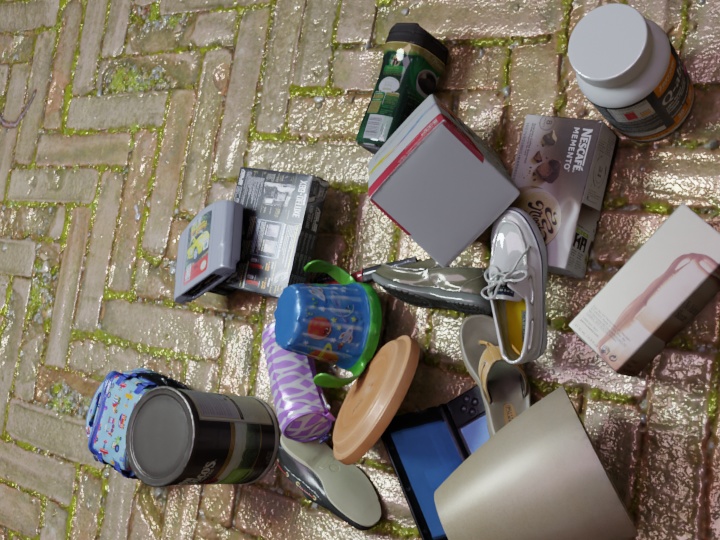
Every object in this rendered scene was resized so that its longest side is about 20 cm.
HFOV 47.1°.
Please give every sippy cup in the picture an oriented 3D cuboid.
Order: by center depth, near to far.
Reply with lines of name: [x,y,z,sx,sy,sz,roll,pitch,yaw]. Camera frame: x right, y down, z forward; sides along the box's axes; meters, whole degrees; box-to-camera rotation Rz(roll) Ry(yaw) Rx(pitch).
sippy cup: [-0.056,0.077,1.235,0.178,0.129,0.141,49,123,57]

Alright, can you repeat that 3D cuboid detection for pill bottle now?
pill bottle: [0.338,-0.245,1.031,0.116,0.199,0.117,-8,75,32]

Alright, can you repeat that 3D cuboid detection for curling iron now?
curling iron: [0.000,0.000,1.307,0.199,0.025,0.050,-10,77,32]

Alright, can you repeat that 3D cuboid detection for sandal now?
sandal: [0.186,0.145,1.100,0.080,0.054,0.201,-12,62,-1]

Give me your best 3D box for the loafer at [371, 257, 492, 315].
loafer: [0.109,0.015,1.211,0.199,0.075,0.070,12,74,31]

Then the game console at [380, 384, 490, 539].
game console: [0.149,0.253,1.091,0.172,0.118,0.201,-35,62,23]

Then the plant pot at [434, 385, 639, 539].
plant pot: [0.195,0.265,0.986,0.199,0.187,0.188,-27,64,9]

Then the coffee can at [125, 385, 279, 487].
coffee can: [-0.245,0.264,1.304,0.145,0.199,0.148,-8,75,32]

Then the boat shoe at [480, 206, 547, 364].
boat shoe: [0.190,0.022,1.056,0.074,0.086,0.204,0,96,37]

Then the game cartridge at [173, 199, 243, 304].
game cartridge: [-0.254,-0.035,1.360,0.200,0.041,0.134,-29,50,50]

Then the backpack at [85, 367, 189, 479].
backpack: [-0.409,0.258,1.459,0.199,0.134,0.184,17,88,38]

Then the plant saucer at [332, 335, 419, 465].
plant saucer: [0.016,0.178,1.169,0.032,0.200,0.201,31,100,-8]

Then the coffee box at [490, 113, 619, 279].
coffee box: [0.265,-0.101,1.119,0.112,0.080,0.202,14,88,36]

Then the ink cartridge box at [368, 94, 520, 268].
ink cartridge box: [0.107,-0.130,1.139,0.145,0.145,0.200,-46,15,16]

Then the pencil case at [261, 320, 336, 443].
pencil case: [-0.099,0.166,1.280,0.085,0.084,0.201,-37,50,20]

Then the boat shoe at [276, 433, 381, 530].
boat shoe: [-0.049,0.319,1.245,0.201,0.073,0.063,37,131,26]

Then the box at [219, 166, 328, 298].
box: [-0.145,-0.061,1.332,0.157,0.050,0.202,10,86,34]

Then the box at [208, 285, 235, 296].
box: [-0.192,-0.048,1.427,0.199,0.060,0.118,-24,67,27]

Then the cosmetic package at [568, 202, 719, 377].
cosmetic package: [0.364,0.028,1.010,0.200,0.103,0.087,-51,59,15]

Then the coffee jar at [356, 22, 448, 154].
coffee jar: [0.067,-0.275,1.280,0.085,0.104,0.202,15,87,39]
